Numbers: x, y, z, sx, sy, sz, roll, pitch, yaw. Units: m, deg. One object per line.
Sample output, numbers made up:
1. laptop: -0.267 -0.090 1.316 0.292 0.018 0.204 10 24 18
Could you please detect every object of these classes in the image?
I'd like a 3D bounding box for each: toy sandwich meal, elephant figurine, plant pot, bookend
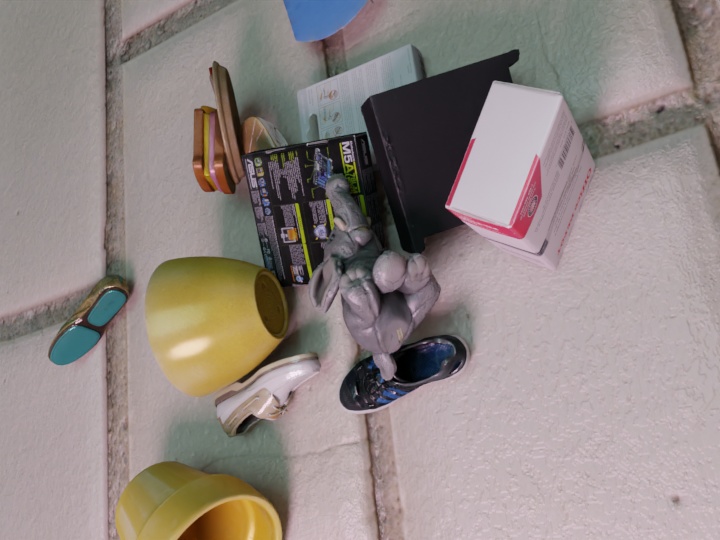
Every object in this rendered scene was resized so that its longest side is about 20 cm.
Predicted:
1. toy sandwich meal: -0.225 -0.217 0.989 0.069 0.206 0.209 -10 72 -5
2. elephant figurine: 0.000 0.000 0.803 0.155 0.142 0.200 -48 41 -3
3. plant pot: -0.239 0.363 0.875 0.187 0.199 0.204 15 86 46
4. plant pot: -0.186 0.063 0.904 0.140 0.200 0.204 -16 72 17
5. bookend: 0.124 -0.150 0.822 0.197 0.092 0.202 -19 98 -4

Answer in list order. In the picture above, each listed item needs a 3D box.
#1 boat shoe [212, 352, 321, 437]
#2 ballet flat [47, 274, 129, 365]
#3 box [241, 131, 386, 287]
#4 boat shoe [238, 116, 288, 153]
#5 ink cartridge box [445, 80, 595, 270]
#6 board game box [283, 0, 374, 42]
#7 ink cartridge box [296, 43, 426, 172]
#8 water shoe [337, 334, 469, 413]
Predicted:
1. boat shoe: -0.129 0.180 0.917 0.199 0.074 0.069 -31 67 30
2. ballet flat: -0.481 0.085 1.132 0.200 0.070 0.071 -46 63 13
3. box: -0.064 -0.080 0.904 0.190 0.047 0.204 -5 104 26
4. boat shoe: -0.111 -0.144 0.976 0.070 0.069 0.203 -26 88 30
5. ink cartridge box: 0.191 -0.100 0.730 0.083 0.199 0.147 21 89 32
6. board game box: -0.046 -0.447 1.025 0.157 0.039 0.203 -30 60 21
7. ink cartridge box: 0.008 -0.222 0.942 0.197 0.057 0.166 -16 72 28
8. water shoe: 0.042 0.129 0.828 0.198 0.079 0.073 -28 67 20
